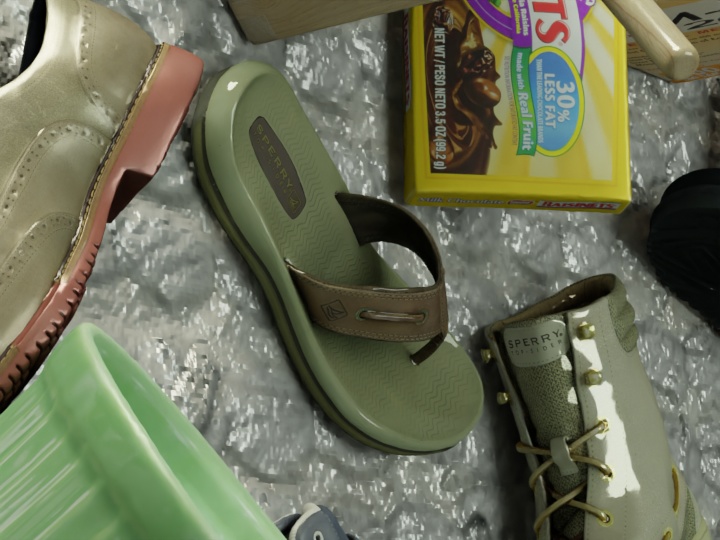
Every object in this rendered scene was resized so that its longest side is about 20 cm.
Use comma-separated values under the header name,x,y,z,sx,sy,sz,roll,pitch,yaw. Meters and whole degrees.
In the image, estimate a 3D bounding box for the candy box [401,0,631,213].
name,x,y,z,sx,sy,sz,roll,pitch,yaw
candy box,0.069,-0.127,1.256,0.101,0.026,0.201,2,76,-12

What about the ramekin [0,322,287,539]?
name,x,y,z,sx,sy,sz,roll,pitch,yaw
ramekin,-0.064,0.125,0.890,0.200,0.098,0.200,52,0,0

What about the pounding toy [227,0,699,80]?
name,x,y,z,sx,sy,sz,roll,pitch,yaw
pounding toy,0.046,-0.167,1.126,0.143,0.199,0.184,62,37,-27

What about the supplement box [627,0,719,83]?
name,x,y,z,sx,sy,sz,roll,pitch,yaw
supplement box,0.162,-0.152,1.375,0.200,0.125,0.074,13,72,-55

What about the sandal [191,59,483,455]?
name,x,y,z,sx,sy,sz,roll,pitch,yaw
sandal,-0.001,0.000,1.139,0.201,0.057,0.080,57,39,-32

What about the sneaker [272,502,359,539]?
name,x,y,z,sx,sy,sz,roll,pitch,yaw
sneaker,-0.017,0.175,1.010,0.147,0.077,0.203,56,19,-20

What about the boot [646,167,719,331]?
name,x,y,z,sx,sy,sz,roll,pitch,yaw
boot,0.214,-0.057,1.472,0.200,0.076,0.169,43,50,-53

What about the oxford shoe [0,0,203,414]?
name,x,y,z,sx,sy,sz,roll,pitch,yaw
oxford shoe,-0.127,-0.013,0.960,0.075,0.070,0.201,33,53,-10

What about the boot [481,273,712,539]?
name,x,y,z,sx,sy,sz,roll,pitch,yaw
boot,0.094,0.096,1.250,0.200,0.072,0.156,-39,115,-60
